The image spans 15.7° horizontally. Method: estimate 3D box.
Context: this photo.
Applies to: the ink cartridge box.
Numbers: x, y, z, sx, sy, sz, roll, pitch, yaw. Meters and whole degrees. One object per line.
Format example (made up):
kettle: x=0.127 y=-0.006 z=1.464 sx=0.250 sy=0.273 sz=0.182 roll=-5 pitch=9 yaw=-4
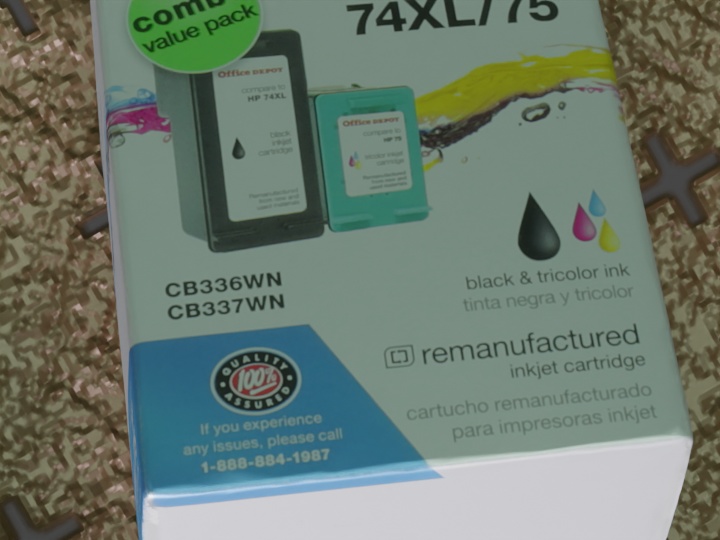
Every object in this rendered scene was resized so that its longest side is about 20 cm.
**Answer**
ink cartridge box: x=0.000 y=0.000 z=0.769 sx=0.146 sy=0.146 sz=0.200 roll=-6 pitch=60 yaw=-6
